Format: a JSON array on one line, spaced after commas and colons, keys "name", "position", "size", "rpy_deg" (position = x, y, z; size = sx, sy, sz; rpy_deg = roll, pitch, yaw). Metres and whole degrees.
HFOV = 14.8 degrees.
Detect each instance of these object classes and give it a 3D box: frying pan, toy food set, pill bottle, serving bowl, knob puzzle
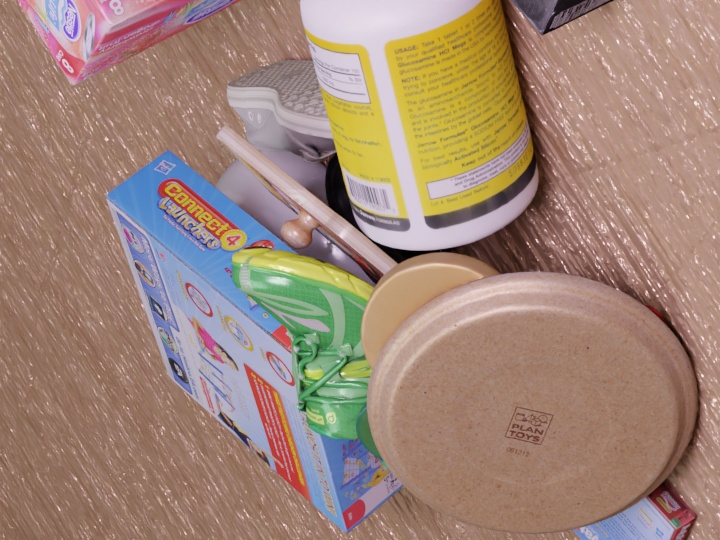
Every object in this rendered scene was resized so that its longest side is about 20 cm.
[{"name": "frying pan", "position": [0.018, -0.058, 1.757], "size": [0.115, 0.031, 0.190], "rpy_deg": [35, 145, 36]}, {"name": "toy food set", "position": [0.097, 0.077, 1.621], "size": [0.049, 0.200, 0.198], "rpy_deg": [-87, -3, -54]}, {"name": "pill bottle", "position": [0.030, -0.122, 1.576], "size": [0.112, 0.112, 0.200], "rpy_deg": [27, 139, 49]}, {"name": "serving bowl", "position": [-0.048, 0.012, 1.917], "size": [0.200, 0.066, 0.200], "rpy_deg": [44, 151, 32]}, {"name": "knob puzzle", "position": [0.000, 0.000, 1.695], "size": [0.220, 0.030, 0.220], "rpy_deg": [39, 178, 2]}]

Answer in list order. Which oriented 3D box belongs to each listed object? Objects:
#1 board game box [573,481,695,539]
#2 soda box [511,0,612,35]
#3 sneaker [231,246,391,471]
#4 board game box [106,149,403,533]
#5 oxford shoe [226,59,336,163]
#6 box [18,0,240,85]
[{"name": "board game box", "position": [0.130, 0.113, 1.752], "size": [0.200, 0.019, 0.103], "rpy_deg": [48, 151, 23]}, {"name": "soda box", "position": [0.116, -0.207, 1.385], "size": [0.071, 0.063, 0.200], "rpy_deg": [51, 153, 17]}, {"name": "sneaker", "position": [-0.008, 0.056, 1.655], "size": [0.200, 0.084, 0.074], "rpy_deg": [43, 163, -34]}, {"name": "board game box", "position": [-0.067, 0.047, 1.818], "size": [0.196, 0.056, 0.200], "rpy_deg": [38, 157, 33]}, {"name": "oxford shoe", "position": [-0.025, -0.096, 1.751], "size": [0.200, 0.075, 0.058], "rpy_deg": [14, 126, 65]}, {"name": "box", "position": [-0.102, -0.204, 1.627], "size": [0.095, 0.200, 0.103], "rpy_deg": [58, 154, 5]}]
